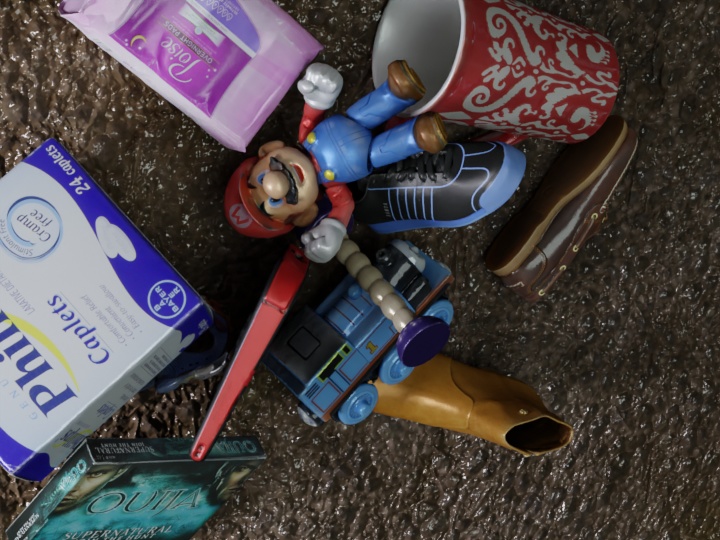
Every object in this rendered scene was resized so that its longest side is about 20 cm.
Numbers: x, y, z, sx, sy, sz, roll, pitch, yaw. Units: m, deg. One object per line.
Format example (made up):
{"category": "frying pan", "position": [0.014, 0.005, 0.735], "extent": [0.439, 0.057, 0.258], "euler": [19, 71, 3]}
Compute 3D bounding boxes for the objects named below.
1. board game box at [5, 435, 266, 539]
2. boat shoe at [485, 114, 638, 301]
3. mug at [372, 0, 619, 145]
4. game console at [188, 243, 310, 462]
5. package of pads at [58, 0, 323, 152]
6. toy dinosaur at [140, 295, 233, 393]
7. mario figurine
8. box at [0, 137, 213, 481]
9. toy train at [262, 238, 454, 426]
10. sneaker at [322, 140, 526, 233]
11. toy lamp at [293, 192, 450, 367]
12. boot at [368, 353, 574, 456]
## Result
{"category": "board game box", "position": [-0.193, 0.195, 1.254], "extent": [0.199, 0.028, 0.135], "euler": [6, 135, -48]}
{"category": "boat shoe", "position": [0.209, -0.060, 1.420], "extent": [0.070, 0.070, 0.200], "euler": [37, 97, -26]}
{"category": "mug", "position": [0.116, -0.179, 1.315], "extent": [0.199, 0.177, 0.135], "euler": [8, 64, -34]}
{"category": "game console", "position": [-0.097, 0.065, 1.237], "extent": [0.031, 0.200, 0.178], "euler": [30, 96, -3]}
{"category": "package of pads", "position": [-0.139, -0.200, 1.180], "extent": [0.200, 0.076, 0.121], "euler": [38, 87, -33]}
{"category": "toy dinosaur", "position": [-0.204, 0.075, 1.267], "extent": [0.181, 0.199, 0.106], "euler": [4, 63, -47]}
{"category": "mario figurine", "position": [-0.029, -0.090, 1.192], "extent": [0.199, 0.124, 0.106], "euler": [-31, 140, 12]}
{"category": "box", "position": [-0.252, 0.034, 1.140], "extent": [0.200, 0.105, 0.184], "euler": [-43, 85, -8]}
{"category": "toy train", "position": [0.004, 0.056, 1.329], "extent": [0.200, 0.087, 0.114], "euler": [-47, 143, -5]}
{"category": "sneaker", "position": [0.051, -0.081, 1.261], "extent": [0.078, 0.199, 0.071], "euler": [31, 59, -35]}
{"category": "toy lamp", "position": [0.000, 0.000, 1.257], "extent": [0.058, 0.200, 0.058], "euler": [-25, 144, -20]}
{"category": "boot", "position": [0.098, 0.130, 1.384], "extent": [0.200, 0.144, 0.071], "euler": [5, 105, -29]}
